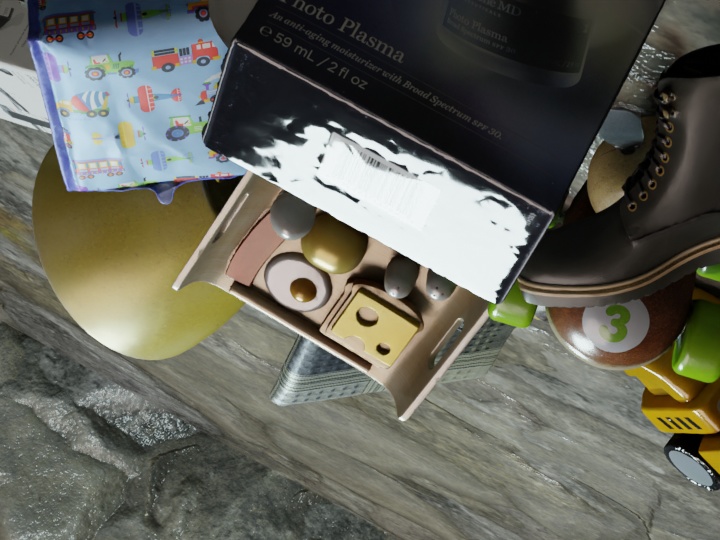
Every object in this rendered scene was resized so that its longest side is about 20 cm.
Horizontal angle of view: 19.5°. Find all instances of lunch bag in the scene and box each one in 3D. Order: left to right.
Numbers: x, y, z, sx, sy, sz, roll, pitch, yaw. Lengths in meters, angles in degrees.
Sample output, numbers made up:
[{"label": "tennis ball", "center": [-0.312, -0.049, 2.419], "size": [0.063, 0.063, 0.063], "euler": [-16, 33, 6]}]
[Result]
[{"label": "lunch bag", "center": [-0.145, -0.123, 1.474], "size": [0.150, 0.094, 0.200], "euler": [-8, 135, -3]}]

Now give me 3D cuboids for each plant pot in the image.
[{"label": "plant pot", "center": [-0.134, -0.044, 1.637], "size": [0.142, 0.200, 0.200], "euler": [-20, 133, 39]}]

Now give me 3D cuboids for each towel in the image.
[{"label": "towel", "center": [0.040, 0.044, 1.698], "size": [0.200, 0.035, 0.193], "euler": [-6, 150, -22]}]

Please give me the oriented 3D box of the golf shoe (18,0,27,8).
[{"label": "golf shoe", "center": [-0.212, -0.227, 1.582], "size": [0.088, 0.077, 0.200], "euler": [22, 177, -2]}]

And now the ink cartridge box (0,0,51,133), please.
[{"label": "ink cartridge box", "center": [-0.288, -0.188, 1.865], "size": [0.200, 0.084, 0.144], "euler": [19, 163, 36]}]

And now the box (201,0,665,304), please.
[{"label": "box", "center": [0.047, -0.126, 1.195], "size": [0.200, 0.199, 0.123], "euler": [28, 150, 1]}]

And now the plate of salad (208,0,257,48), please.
[{"label": "plate of salad", "center": [0.000, -0.141, 1.324], "size": [0.200, 0.200, 0.048], "euler": [26, 124, 12]}]

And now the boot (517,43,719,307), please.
[{"label": "boot", "center": [0.175, -0.064, 1.269], "size": [0.200, 0.078, 0.138], "euler": [-18, 123, 10]}]

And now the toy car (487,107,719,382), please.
[{"label": "toy car", "center": [0.191, -0.037, 1.386], "size": [0.164, 0.158, 0.200], "euler": [16, 153, 1]}]

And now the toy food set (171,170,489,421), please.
[{"label": "toy food set", "center": [-0.016, 0.011, 1.492], "size": [0.200, 0.060, 0.144], "euler": [31, 122, -6]}]

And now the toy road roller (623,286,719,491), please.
[{"label": "toy road roller", "center": [0.290, 0.085, 1.641], "size": [0.146, 0.123, 0.200], "euler": [44, 163, -13]}]

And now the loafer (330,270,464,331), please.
[{"label": "loafer", "center": [0.000, 0.000, 1.560], "size": [0.200, 0.070, 0.068], "euler": [28, 166, 3]}]

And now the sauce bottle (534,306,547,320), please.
[{"label": "sauce bottle", "center": [0.145, 0.008, 1.752], "size": [0.066, 0.066, 0.200], "euler": [40, 162, -35]}]
